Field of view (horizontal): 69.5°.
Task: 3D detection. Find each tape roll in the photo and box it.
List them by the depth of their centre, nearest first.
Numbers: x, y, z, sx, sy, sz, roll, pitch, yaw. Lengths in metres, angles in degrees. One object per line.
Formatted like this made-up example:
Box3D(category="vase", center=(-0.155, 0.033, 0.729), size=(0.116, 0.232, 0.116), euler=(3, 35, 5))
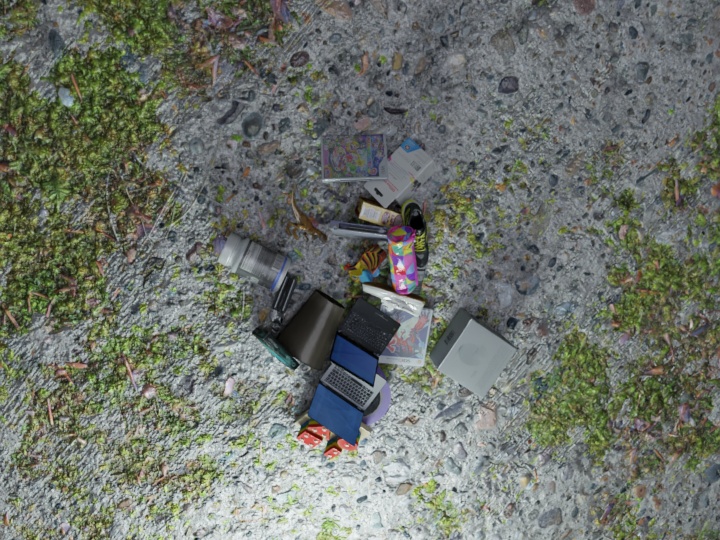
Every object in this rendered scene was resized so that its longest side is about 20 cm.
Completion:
Box3D(category="tape roll", center=(-0.001, 0.404, 1.718), size=(0.195, 0.085, 0.205), euler=(-2, 103, -8))

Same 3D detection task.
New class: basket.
Box3D(category="basket", center=(-0.143, 0.176, 1.623), size=(0.179, 0.136, 0.202), euler=(33, 93, 14))

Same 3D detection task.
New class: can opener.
Box3D(category="can opener", center=(-0.252, 0.109, 1.640), size=(0.052, 0.067, 0.204), euler=(21, 88, 0))

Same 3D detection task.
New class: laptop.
Box3D(category="laptop", center=(-0.037, 0.392, 1.608), size=(0.186, 0.116, 0.201), euler=(36, 96, -14))
Box3D(category="laptop", center=(0.018, 0.223, 1.625), size=(0.176, 0.103, 0.202), euler=(33, 96, -18))

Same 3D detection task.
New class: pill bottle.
Box3D(category="pill bottle", center=(-0.319, -0.027, 1.561), size=(0.197, 0.114, 0.115), euler=(26, 99, -12))
Box3D(category="pill bottle", center=(0.144, 0.014, 1.631), size=(0.113, 0.116, 0.204), euler=(10, 101, -9))

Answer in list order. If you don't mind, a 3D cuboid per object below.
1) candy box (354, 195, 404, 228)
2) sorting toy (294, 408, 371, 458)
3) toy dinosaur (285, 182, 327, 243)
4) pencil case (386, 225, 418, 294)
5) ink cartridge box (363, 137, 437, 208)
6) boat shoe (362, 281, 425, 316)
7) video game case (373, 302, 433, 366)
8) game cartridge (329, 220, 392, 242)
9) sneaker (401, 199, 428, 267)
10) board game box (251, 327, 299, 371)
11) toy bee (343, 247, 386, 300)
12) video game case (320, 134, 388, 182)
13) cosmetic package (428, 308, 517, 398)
Box3D(category="candy box", center=(0.086, -0.164, 1.580), size=(0.196, 0.117, 0.058), euler=(15, 105, -10))
Box3D(category="sorting toy", center=(-0.098, 0.529, 1.688), size=(0.198, 0.070, 0.199), euler=(34, 133, -13))
Box3D(category="toy dinosaur", center=(-0.183, -0.153, 1.589), size=(0.106, 0.060, 0.201), euler=(-45, 112, -21))
Box3D(category="pencil case", center=(0.123, -0.031, 1.486), size=(0.086, 0.089, 0.203), euler=(-12, 129, -4))
Box3D(category="ink cartridge box", center=(0.119, -0.281, 1.558), size=(0.200, 0.068, 0.115), euler=(-45, 66, 4))
Box3D(category="boat shoe", center=(0.093, 0.090, 1.555), size=(0.196, 0.071, 0.071), euler=(19, 104, 4))
Box3D(category="video game case", center=(0.139, 0.215, 1.724), size=(0.178, 0.023, 0.205), euler=(6, 102, -9))
Box3D(category="game cartridge", center=(0.011, -0.117, 1.560), size=(0.195, 0.130, 0.039), euler=(8, 90, 4))
Box3D(category="sneaker", center=(0.159, -0.099, 1.503), size=(0.073, 0.085, 0.204), euler=(-15, 108, -1))
Box3D(category="board game box", center=(-0.263, 0.238, 1.588), size=(0.028, 0.199, 0.136), euler=(-46, 104, -17))
Box3D(category="toy bee", center=(0.000, 0.000, 1.614), size=(0.108, 0.131, 0.202), euler=(33, 109, 11))
Box3D(category="video game case", center=(-0.019, -0.334, 1.538), size=(0.195, 0.018, 0.147), euler=(-2, 74, -3))
Box3D(category="cosmetic package", center=(0.368, 0.272, 1.716), size=(0.198, 0.123, 0.201), euler=(33, 97, -12))
